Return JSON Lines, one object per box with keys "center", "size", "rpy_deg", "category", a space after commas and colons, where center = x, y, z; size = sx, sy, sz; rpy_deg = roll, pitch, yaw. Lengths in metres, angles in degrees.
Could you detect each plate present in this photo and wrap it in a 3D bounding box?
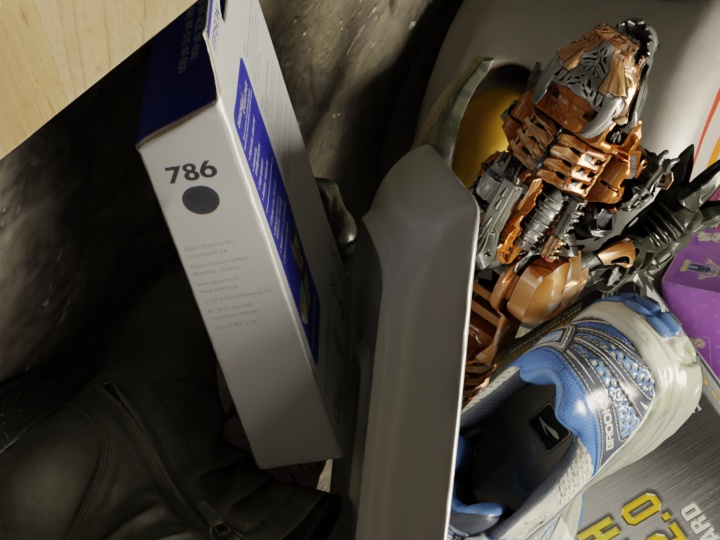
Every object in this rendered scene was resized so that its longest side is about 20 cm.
{"center": [0.012, 0.059, 1.023], "size": [0.200, 0.032, 0.200], "rpy_deg": [-113, -150, -80], "category": "plate"}

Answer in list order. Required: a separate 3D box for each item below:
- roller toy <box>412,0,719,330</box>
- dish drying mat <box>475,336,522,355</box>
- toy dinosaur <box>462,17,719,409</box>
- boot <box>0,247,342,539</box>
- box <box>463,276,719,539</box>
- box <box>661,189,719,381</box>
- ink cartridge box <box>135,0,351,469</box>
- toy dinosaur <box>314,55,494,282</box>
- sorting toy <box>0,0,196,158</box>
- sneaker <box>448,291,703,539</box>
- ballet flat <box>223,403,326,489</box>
{"center": [0.104, -0.057, 1.257], "size": [0.182, 0.140, 0.200], "rpy_deg": [77, 35, -54], "category": "roller toy"}
{"center": [0.093, 0.052, 1.345], "size": [0.018, 0.200, 0.077], "rpy_deg": [60, 42, -20], "category": "dish drying mat"}
{"center": [0.069, -0.022, 1.077], "size": [0.200, 0.102, 0.136], "rpy_deg": [-40, 176, 39], "category": "toy dinosaur"}
{"center": [-0.060, 0.070, 1.035], "size": [0.200, 0.131, 0.068], "rpy_deg": [-42, 152, -44], "category": "boot"}
{"center": [0.112, 0.121, 1.187], "size": [0.158, 0.200, 0.048], "rpy_deg": [-32, -167, 14], "category": "box"}
{"center": [0.198, -0.005, 1.271], "size": [0.200, 0.039, 0.137], "rpy_deg": [-56, 148, -40], "category": "box"}
{"center": [-0.044, -0.032, 0.966], "size": [0.099, 0.039, 0.200], "rpy_deg": [-87, 165, -50], "category": "ink cartridge box"}
{"center": [0.000, 0.000, 1.143], "size": [0.047, 0.088, 0.200], "rpy_deg": [-23, 124, -73], "category": "toy dinosaur"}
{"center": [-0.099, -0.147, 0.690], "size": [0.199, 0.070, 0.200], "rpy_deg": [-42, 141, -26], "category": "sorting toy"}
{"center": [0.051, 0.087, 1.085], "size": [0.085, 0.077, 0.200], "rpy_deg": [-19, 150, -46], "category": "sneaker"}
{"center": [-0.063, 0.108, 1.162], "size": [0.071, 0.069, 0.200], "rpy_deg": [-26, 164, -18], "category": "ballet flat"}
